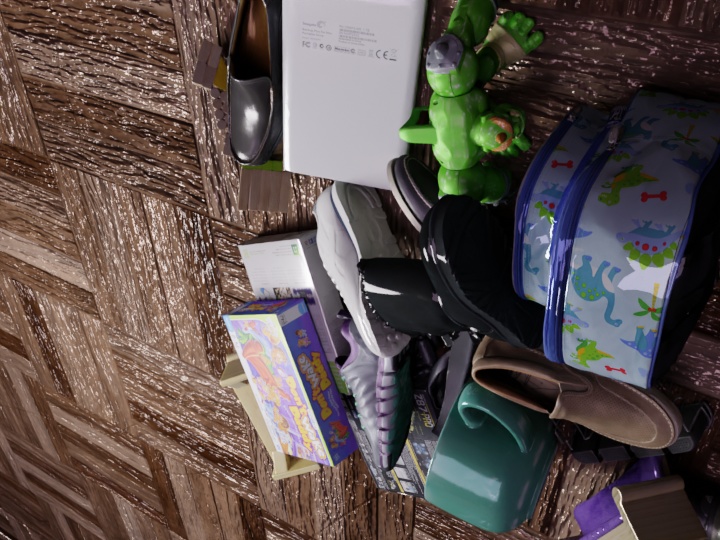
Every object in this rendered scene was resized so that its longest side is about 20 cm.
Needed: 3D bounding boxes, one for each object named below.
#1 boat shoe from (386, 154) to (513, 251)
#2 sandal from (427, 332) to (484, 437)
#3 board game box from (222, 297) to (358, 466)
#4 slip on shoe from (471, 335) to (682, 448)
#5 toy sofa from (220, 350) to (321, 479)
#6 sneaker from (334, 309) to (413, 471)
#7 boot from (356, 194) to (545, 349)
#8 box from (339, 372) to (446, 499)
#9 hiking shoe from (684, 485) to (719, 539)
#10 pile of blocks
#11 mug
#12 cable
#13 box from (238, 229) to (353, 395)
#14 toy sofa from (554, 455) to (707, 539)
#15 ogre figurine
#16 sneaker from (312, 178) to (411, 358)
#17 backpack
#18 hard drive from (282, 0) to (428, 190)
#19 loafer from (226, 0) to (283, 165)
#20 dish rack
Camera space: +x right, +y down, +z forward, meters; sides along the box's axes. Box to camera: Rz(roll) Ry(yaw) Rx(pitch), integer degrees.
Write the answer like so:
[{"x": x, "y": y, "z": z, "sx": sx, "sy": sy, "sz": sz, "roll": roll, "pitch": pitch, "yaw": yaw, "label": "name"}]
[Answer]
[{"x": 0.109, "y": -0.046, "z": 0.675, "sx": 0.200, "sy": 0.073, "sz": 0.063, "roll": 46, "pitch": 130, "yaw": -9, "label": "boat shoe"}, {"x": 0.109, "y": 0.102, "z": 0.788, "sx": 0.042, "sy": 0.076, "sz": 0.203, "roll": 21, "pitch": 122, "yaw": 20, "label": "sandal"}, {"x": -0.090, "y": 0.138, "z": 0.874, "sx": 0.133, "sy": 0.044, "sz": 0.203, "roll": -6, "pitch": 107, "yaw": 51, "label": "board game box"}, {"x": 0.200, "y": 0.119, "z": 0.659, "sx": 0.198, "sy": 0.061, "sz": 0.077, "roll": 29, "pitch": 134, "yaw": 19, "label": "slip on shoe"}, {"x": -0.124, "y": 0.203, "z": 1.039, "sx": 0.082, "sy": 0.098, "sz": 0.202, "roll": -17, "pitch": 113, "yaw": 13, "label": "toy sofa"}, {"x": 0.013, "y": 0.138, "z": 0.816, "sx": 0.086, "sy": 0.074, "sz": 0.204, "roll": 10, "pitch": 113, "yaw": 23, "label": "sneaker"}, {"x": 0.063, "y": 0.007, "z": 0.619, "sx": 0.161, "sy": 0.074, "sz": 0.198, "roll": 6, "pitch": 153, "yaw": 43, "label": "boot"}, {"x": 0.061, "y": 0.220, "z": 0.929, "sx": 0.159, "sy": 0.049, "sz": 0.202, "roll": -2, "pitch": 120, "yaw": 40, "label": "box"}, {"x": 0.353, "y": 0.309, "z": 0.769, "sx": 0.100, "sy": 0.075, "sz": 0.203, "roll": 28, "pitch": 129, "yaw": 33, "label": "hiking shoe"}, {"x": -0.128, "y": -0.161, "z": 0.783, "sx": 0.062, "sy": 0.081, "sz": 0.203, "roll": -130, "pitch": 21, "yaw": -74, "label": "pile of blocks"}, {"x": 0.148, "y": 0.207, "z": 0.758, "sx": 0.113, "sy": 0.185, "sz": 0.154, "roll": 20, "pitch": 88, "yaw": 20, "label": "mug"}, {"x": 0.003, "y": 0.065, "z": 0.850, "sx": 0.197, "sy": 0.051, "sz": 0.165, "roll": 0, "pitch": 122, "yaw": 38, "label": "cable"}, {"x": -0.075, "y": 0.053, "z": 0.871, "sx": 0.143, "sy": 0.036, "sz": 0.203, "roll": -1, "pitch": 109, "yaw": 50, "label": "box"}, {"x": 0.266, "y": 0.278, "z": 0.748, "sx": 0.201, "sy": 0.081, "sz": 0.099, "roll": 110, "pitch": 150, "yaw": -51, "label": "toy sofa"}, {"x": 0.095, "y": -0.132, "z": 0.577, "sx": 0.097, "sy": 0.120, "sz": 0.202, "roll": 27, "pitch": 135, "yaw": 17, "label": "ogre figurine"}, {"x": 0.000, "y": 0.000, "z": 0.753, "sx": 0.080, "sy": 0.076, "sz": 0.203, "roll": -31, "pitch": 68, "yaw": 46, "label": "sneaker"}, {"x": 0.196, "y": -0.023, "z": 0.525, "sx": 0.145, "sy": 0.200, "sz": 0.185, "roll": 14, "pitch": 131, "yaw": 28, "label": "backpack"}, {"x": -0.010, "y": -0.178, "z": 0.665, "sx": 0.129, "sy": 0.026, "sz": 0.202, "roll": 11, "pitch": 131, "yaw": 7, "label": "hard drive"}, {"x": -0.108, "y": -0.196, "z": 0.687, "sx": 0.072, "sy": 0.072, "sz": 0.203, "roll": 20, "pitch": 119, "yaw": 16, "label": "loafer"}, {"x": 0.240, "y": 0.107, "z": 0.703, "sx": 0.152, "sy": 0.055, "sz": 0.201, "roll": -25, "pitch": 103, "yaw": 44, "label": "dish rack"}]
